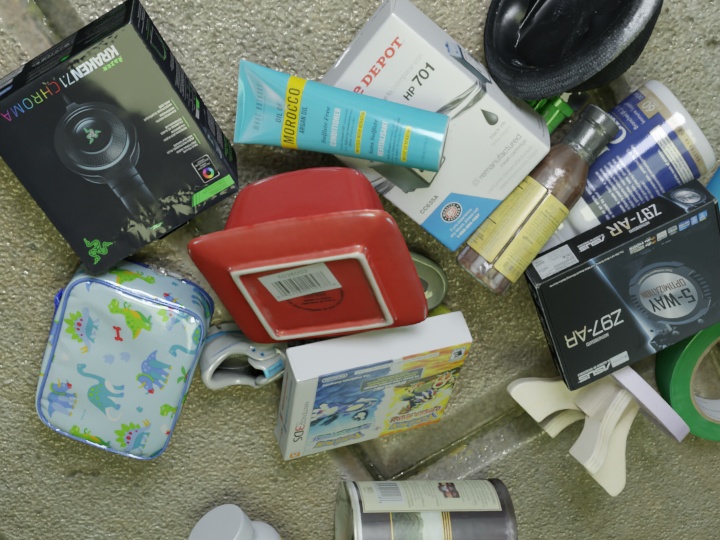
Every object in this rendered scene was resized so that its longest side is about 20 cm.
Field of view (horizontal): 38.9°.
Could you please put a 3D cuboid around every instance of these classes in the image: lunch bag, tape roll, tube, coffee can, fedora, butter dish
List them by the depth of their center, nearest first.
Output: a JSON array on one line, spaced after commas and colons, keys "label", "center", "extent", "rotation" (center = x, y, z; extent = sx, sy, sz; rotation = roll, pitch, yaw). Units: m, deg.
[{"label": "tube", "center": [-0.018, -0.135, 0.928], "extent": [0.196, 0.050, 0.079], "rotation": [12, 112, 6]}, {"label": "fedora", "center": [0.213, -0.236, 0.954], "extent": [0.091, 0.202, 0.201], "rotation": [25, 113, -44]}, {"label": "butter dish", "center": [-0.044, -0.034, 0.994], "extent": [0.196, 0.150, 0.200], "rotation": [-8, 147, 13]}, {"label": "lunch bag", "center": [-0.251, 0.088, 1.074], "extent": [0.158, 0.083, 0.203], "rotation": [18, 114, -8]}, {"label": "coffee can", "center": [0.075, 0.328, 1.235], "extent": [0.196, 0.147, 0.149], "rotation": [2, 118, -11]}, {"label": "tape roll", "center": [0.462, 0.113, 1.247], "extent": [0.196, 0.048, 0.204], "rotation": [-4, 118, -8]}]

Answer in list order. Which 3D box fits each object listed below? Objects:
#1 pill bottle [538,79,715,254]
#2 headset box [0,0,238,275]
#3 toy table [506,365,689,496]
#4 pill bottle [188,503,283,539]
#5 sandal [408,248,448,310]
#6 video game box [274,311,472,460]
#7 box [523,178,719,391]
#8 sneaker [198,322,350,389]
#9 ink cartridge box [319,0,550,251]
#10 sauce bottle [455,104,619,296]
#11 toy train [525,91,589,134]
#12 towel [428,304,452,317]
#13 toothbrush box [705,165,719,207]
[{"label": "pill bottle", "center": [0.256, -0.093, 1.061], "extent": [0.199, 0.112, 0.111], "rotation": [-38, 118, 11]}, {"label": "headset box", "center": [-0.230, -0.119, 0.967], "extent": [0.172, 0.093, 0.202], "rotation": [-28, 120, 6]}, {"label": "toy table", "center": [0.270, 0.160, 1.172], "extent": [0.200, 0.184, 0.117], "rotation": [43, 91, 0]}, {"label": "pill bottle", "center": [-0.125, 0.381, 1.246], "extent": [0.111, 0.113, 0.202], "rotation": [-29, 119, 6]}, {"label": "sandal", "center": [0.001, -0.001, 1.089], "extent": [0.197, 0.058, 0.081], "rotation": [13, 114, -6]}, {"label": "video game box", "center": [0.009, 0.129, 1.113], "extent": [0.196, 0.047, 0.183], "rotation": [-11, 149, -16]}, {"label": "box", "center": [0.278, 0.019, 1.048], "extent": [0.197, 0.044, 0.162], "rotation": [-25, 127, 1]}, {"label": "sneaker", "center": [-0.083, 0.090, 1.107], "extent": [0.196, 0.087, 0.076], "rotation": [-17, 114, 0]}, {"label": "ink cartridge box", "center": [0.062, -0.142, 0.987], "extent": [0.199, 0.086, 0.147], "rotation": [36, 115, -15]}, {"label": "sauce bottle", "center": [0.176, -0.069, 0.995], "extent": [0.064, 0.065, 0.201], "rotation": [37, 95, -26]}, {"label": "toy train", "center": [0.201, -0.174, 1.038], "extent": [0.041, 0.057, 0.201], "rotation": [31, 108, -24]}, {"label": "towel", "center": [0.016, 0.101, 1.178], "extent": [0.085, 0.018, 0.200], "rotation": [33, 107, -29]}, {"label": "toothbrush box", "center": [0.446, -0.049, 1.069], "extent": [0.084, 0.201, 0.148], "rotation": [20, 113, -19]}]
